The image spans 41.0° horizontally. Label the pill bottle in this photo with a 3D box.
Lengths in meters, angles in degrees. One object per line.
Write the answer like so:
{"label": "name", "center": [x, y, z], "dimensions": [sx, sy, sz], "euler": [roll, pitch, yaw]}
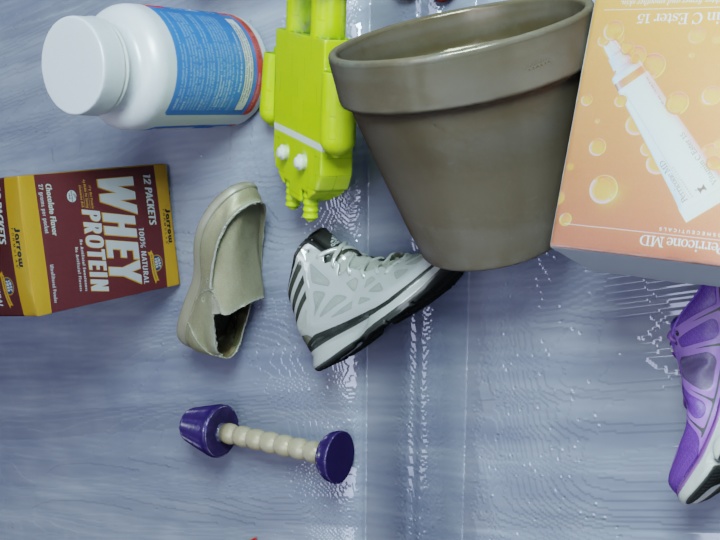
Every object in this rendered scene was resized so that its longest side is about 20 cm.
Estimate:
{"label": "pill bottle", "center": [-0.186, -0.187, 0.889], "dimensions": [0.111, 0.199, 0.113], "euler": [6, 101, 33]}

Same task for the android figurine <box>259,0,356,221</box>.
{"label": "android figurine", "center": [-0.046, -0.147, 0.859], "dimensions": [0.182, 0.041, 0.202], "euler": [-142, 53, -58]}

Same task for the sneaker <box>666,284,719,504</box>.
{"label": "sneaker", "center": [0.263, 0.073, 0.713], "dimensions": [0.083, 0.080, 0.202], "euler": [20, 100, 44]}

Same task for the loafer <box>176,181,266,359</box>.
{"label": "loafer", "center": [-0.127, 0.005, 0.963], "dimensions": [0.068, 0.075, 0.201], "euler": [34, 125, 24]}

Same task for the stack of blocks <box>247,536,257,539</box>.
{"label": "stack of blocks", "center": [-0.160, 0.363, 0.965], "dimensions": [0.058, 0.199, 0.116], "euler": [-30, 81, 32]}

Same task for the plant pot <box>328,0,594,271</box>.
{"label": "plant pot", "center": [0.090, -0.101, 0.737], "dimensions": [0.199, 0.200, 0.175], "euler": [1, 115, 34]}

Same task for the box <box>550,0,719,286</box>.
{"label": "box", "center": [0.218, -0.097, 0.654], "dimensions": [0.124, 0.097, 0.202], "euler": [8, 85, 33]}

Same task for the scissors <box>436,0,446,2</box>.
{"label": "scissors", "center": [0.048, -0.328, 0.819], "dimensions": [0.073, 0.014, 0.202], "euler": [-1, 96, 37]}

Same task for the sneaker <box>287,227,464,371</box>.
{"label": "sneaker", "center": [0.000, 0.000, 0.868], "dimensions": [0.200, 0.075, 0.116], "euler": [-36, 79, 36]}

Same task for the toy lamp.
{"label": "toy lamp", "center": [-0.102, 0.172, 0.981], "dimensions": [0.198, 0.058, 0.059], "euler": [3, 100, 32]}

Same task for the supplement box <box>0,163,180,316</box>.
{"label": "supplement box", "center": [-0.334, -0.034, 1.019], "dimensions": [0.199, 0.197, 0.134], "euler": [-1, 98, 34]}
